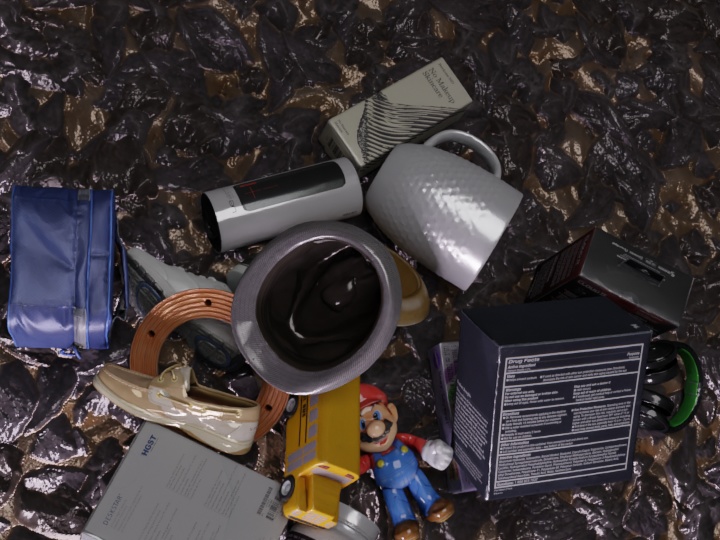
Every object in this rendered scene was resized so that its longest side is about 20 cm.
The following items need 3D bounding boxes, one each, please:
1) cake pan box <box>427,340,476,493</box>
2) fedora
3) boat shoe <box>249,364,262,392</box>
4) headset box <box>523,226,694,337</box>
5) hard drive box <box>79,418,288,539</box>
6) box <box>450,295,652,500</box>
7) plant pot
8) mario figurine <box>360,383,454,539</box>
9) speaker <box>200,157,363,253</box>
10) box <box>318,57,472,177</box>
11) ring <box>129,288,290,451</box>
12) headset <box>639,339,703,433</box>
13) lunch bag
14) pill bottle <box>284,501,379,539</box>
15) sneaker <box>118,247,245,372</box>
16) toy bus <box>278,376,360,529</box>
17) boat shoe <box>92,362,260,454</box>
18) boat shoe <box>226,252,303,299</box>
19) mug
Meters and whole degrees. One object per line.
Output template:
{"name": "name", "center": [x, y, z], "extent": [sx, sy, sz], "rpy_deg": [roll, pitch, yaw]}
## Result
{"name": "cake pan box", "center": [0.191, 0.179, 1.420], "extent": [0.183, 0.052, 0.201], "rpy_deg": [-2, 75, -19]}
{"name": "fedora", "center": [-0.040, 0.037, 1.227], "extent": [0.177, 0.090, 0.200], "rpy_deg": [44, 103, 8]}
{"name": "boat shoe", "center": [-0.044, 0.099, 1.373], "extent": [0.199, 0.071, 0.065], "rpy_deg": [-24, 120, -17]}
{"name": "headset box", "center": [0.323, 0.028, 1.422], "extent": [0.148, 0.200, 0.078], "rpy_deg": [26, 68, -6]}
{"name": "hard drive box", "center": [-0.193, 0.285, 1.231], "extent": [0.199, 0.077, 0.156], "rpy_deg": [27, 52, -1]}
{"name": "box", "center": [0.224, 0.147, 1.303], "extent": [0.199, 0.123, 0.200], "rpy_deg": [-4, 112, -18]}
{"name": "plant pot", "center": [0.000, 0.000, 1.359], "extent": [0.199, 0.028, 0.200], "rpy_deg": [21, 25, -10]}
{"name": "mario figurine", "center": [0.034, 0.229, 1.326], "extent": [0.123, 0.106, 0.201], "rpy_deg": [-31, 90, -48]}
{"name": "speaker", "center": [-0.102, -0.084, 1.398], "extent": [0.199, 0.081, 0.082], "rpy_deg": [-16, 79, -19]}
{"name": "box", "center": [0.048, -0.204, 1.482], "extent": [0.200, 0.068, 0.082], "rpy_deg": [-34, 84, -22]}
{"name": "ring", "center": [-0.177, 0.118, 1.294], "extent": [0.199, 0.019, 0.202], "rpy_deg": [2, 102, 9]}
{"name": "headset", "center": [0.378, 0.152, 1.466], "extent": [0.199, 0.094, 0.124], "rpy_deg": [8, 88, -37]}
{"name": "lunch bag", "center": [-0.337, 0.005, 1.270], "extent": [0.131, 0.136, 0.201], "rpy_deg": [0, 76, -13]}
{"name": "pill bottle", "center": [-0.057, 0.370, 1.257], "extent": [0.112, 0.112, 0.201], "rpy_deg": [33, 68, -5]}
{"name": "sneaker", "center": [-0.211, 0.039, 1.345], "extent": [0.200, 0.075, 0.087], "rpy_deg": [40, 48, -3]}
{"name": "toy bus", "center": [-0.043, 0.190, 1.262], "extent": [0.065, 0.078, 0.201], "rpy_deg": [27, 45, -31]}
{"name": "boat shoe", "center": [-0.208, 0.143, 1.263], "extent": [0.199, 0.074, 0.070], "rpy_deg": [23, 101, -4]}
{"name": "boat shoe", "center": [-0.073, 0.029, 1.341], "extent": [0.199, 0.071, 0.064], "rpy_deg": [26, 51, 28]}
{"name": "mug", "center": [0.112, -0.101, 1.432], "extent": [0.175, 0.148, 0.200], "rpy_deg": [31, 62, 2]}
